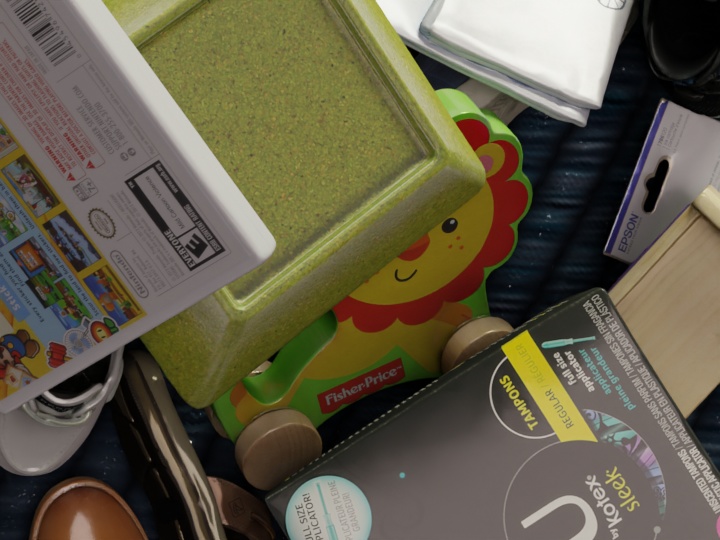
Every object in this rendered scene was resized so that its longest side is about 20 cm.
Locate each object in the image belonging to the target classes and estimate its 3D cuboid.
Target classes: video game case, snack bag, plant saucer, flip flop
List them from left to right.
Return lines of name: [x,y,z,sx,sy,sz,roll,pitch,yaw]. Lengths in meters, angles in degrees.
video game case: [-0.162,-0.049,1.110,0.182,0.023,0.200,-29,103,32]
flip flop: [-0.080,0.133,1.303,0.057,0.081,0.201,-23,93,-26]
plant saucer: [-0.052,-0.070,1.150,0.200,0.048,0.200,-38,102,-19]
snack bag: [0.059,-0.189,1.292,0.199,0.021,0.189,24,56,-4]

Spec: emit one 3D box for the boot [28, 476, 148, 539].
boot: [-0.119,0.212,1.248,0.073,0.155,0.201,-14,96,-14]

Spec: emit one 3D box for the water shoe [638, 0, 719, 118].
water shoe: [0.175,-0.131,1.302,0.071,0.200,0.079,19,64,18]

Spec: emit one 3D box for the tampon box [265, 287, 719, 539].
tampon box: [0.071,0.124,1.223,0.200,0.126,0.150,-33,88,-3]

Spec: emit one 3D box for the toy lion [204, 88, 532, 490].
toy lion: [0.000,0.000,1.269,0.199,0.069,0.192,-24,131,-11]

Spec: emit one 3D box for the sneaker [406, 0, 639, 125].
sneaker: [0.075,-0.131,1.334,0.200,0.075,0.084,-36,65,-26]

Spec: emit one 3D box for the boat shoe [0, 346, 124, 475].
boat shoe: [-0.159,0.046,1.221,0.073,0.067,0.201,3,133,-15]

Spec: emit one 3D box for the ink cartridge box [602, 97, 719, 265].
ink cartridge box: [0.237,-0.019,1.395,0.199,0.039,0.100,23,87,-16]

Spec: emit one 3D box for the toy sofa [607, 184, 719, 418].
toy sofa: [0.155,0.052,1.338,0.083,0.098,0.200,43,98,5]
